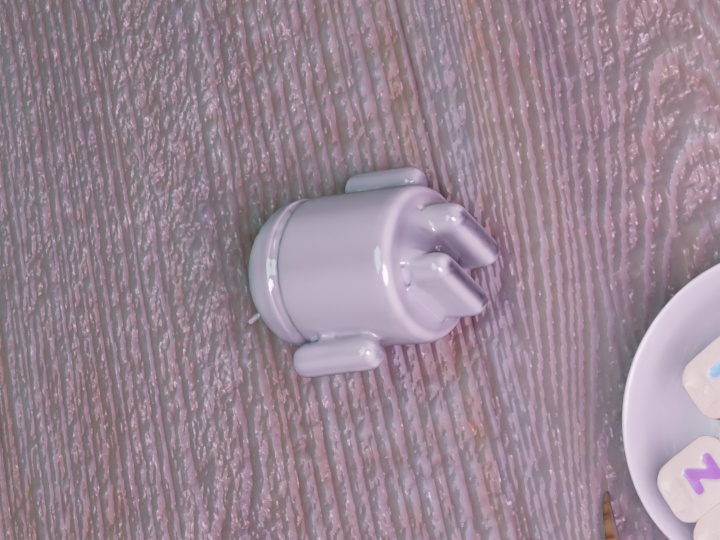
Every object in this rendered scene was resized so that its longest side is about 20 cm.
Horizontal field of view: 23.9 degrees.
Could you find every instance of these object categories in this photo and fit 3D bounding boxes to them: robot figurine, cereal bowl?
[{"bbox_3d":[0.000,0.000,1.231,0.199,0.113,0.170,-5,53,37],"label":"robot figurine"},{"bbox_3d":[0.263,0.090,1.024,0.199,0.083,0.201,-9,75,36],"label":"cereal bowl"}]

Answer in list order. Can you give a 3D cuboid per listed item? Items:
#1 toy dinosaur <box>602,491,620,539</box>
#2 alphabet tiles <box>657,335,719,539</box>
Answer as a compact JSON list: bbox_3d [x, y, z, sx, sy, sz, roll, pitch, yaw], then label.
[{"bbox_3d":[0.158,0.251,1.084,0.106,0.060,0.201,17,90,41],"label":"toy dinosaur"},{"bbox_3d":[0.268,0.106,0.954,0.196,0.015,0.200,-44,56,22],"label":"alphabet tiles"}]
